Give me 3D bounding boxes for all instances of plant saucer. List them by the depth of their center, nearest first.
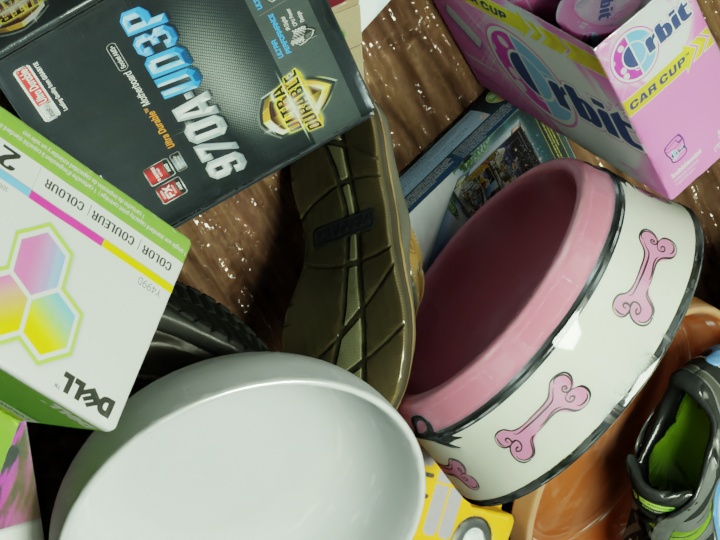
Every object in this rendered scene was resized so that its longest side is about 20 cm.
[{"bbox_3d":[0.157,0.103,1.552,0.200,0.032,0.201,-36,144,-31],"label":"plant saucer"}]

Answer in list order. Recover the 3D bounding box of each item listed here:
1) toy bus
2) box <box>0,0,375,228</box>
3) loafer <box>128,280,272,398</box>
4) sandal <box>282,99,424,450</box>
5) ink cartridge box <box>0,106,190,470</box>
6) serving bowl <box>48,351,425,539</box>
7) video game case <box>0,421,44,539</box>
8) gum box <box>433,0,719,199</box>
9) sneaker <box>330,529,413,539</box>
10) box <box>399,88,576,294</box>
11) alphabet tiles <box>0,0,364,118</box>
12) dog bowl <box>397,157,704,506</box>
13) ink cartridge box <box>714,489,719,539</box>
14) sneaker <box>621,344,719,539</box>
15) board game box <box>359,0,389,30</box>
[{"bbox_3d":[0.002,0.115,1.445,0.200,0.065,0.079,15,90,-40],"label":"toy bus"},{"bbox_3d":[-0.090,-0.104,1.238,0.159,0.046,0.200,-29,149,-2],"label":"box"},{"bbox_3d":[-0.127,0.037,1.316,0.199,0.073,0.072,26,101,-24],"label":"loafer"},{"bbox_3d":[0.000,0.000,1.380,0.055,0.081,0.201,25,53,-51],"label":"sandal"},{"bbox_3d":[-0.183,0.041,1.153,0.148,0.076,0.201,35,67,-38],"label":"ink cartridge box"},{"bbox_3d":[-0.070,0.116,1.301,0.199,0.066,0.201,-14,130,-16],"label":"serving bowl"},{"bbox_3d":[-0.253,0.073,1.222,0.181,0.036,0.201,-13,110,-22],"label":"video game case"},{"bbox_3d":[0.114,-0.132,1.391,0.066,0.200,0.114,-41,129,-10],"label":"gum box"},{"bbox_3d":[-0.024,0.230,1.418,0.200,0.078,0.112,-44,142,15],"label":"sneaker"},{"bbox_3d":[0.090,0.007,1.507,0.137,0.038,0.200,-44,124,-22],"label":"box"},{"bbox_3d":[-0.091,-0.111,1.278,0.199,0.008,0.167,-23,148,-12],"label":"alphabet tiles"},{"bbox_3d":[0.091,0.025,1.371,0.074,0.200,0.200,37,76,-16],"label":"dog bowl"},{"bbox_3d":[0.281,0.083,1.611,0.145,0.087,0.201,-28,126,-72],"label":"ink cartridge box"},{"bbox_3d":[0.185,0.138,1.535,0.083,0.071,0.200,-9,121,-46],"label":"sneaker"},{"bbox_3d":[-0.004,-0.219,1.312,0.199,0.043,0.200,-49,152,-14],"label":"board game box"}]
